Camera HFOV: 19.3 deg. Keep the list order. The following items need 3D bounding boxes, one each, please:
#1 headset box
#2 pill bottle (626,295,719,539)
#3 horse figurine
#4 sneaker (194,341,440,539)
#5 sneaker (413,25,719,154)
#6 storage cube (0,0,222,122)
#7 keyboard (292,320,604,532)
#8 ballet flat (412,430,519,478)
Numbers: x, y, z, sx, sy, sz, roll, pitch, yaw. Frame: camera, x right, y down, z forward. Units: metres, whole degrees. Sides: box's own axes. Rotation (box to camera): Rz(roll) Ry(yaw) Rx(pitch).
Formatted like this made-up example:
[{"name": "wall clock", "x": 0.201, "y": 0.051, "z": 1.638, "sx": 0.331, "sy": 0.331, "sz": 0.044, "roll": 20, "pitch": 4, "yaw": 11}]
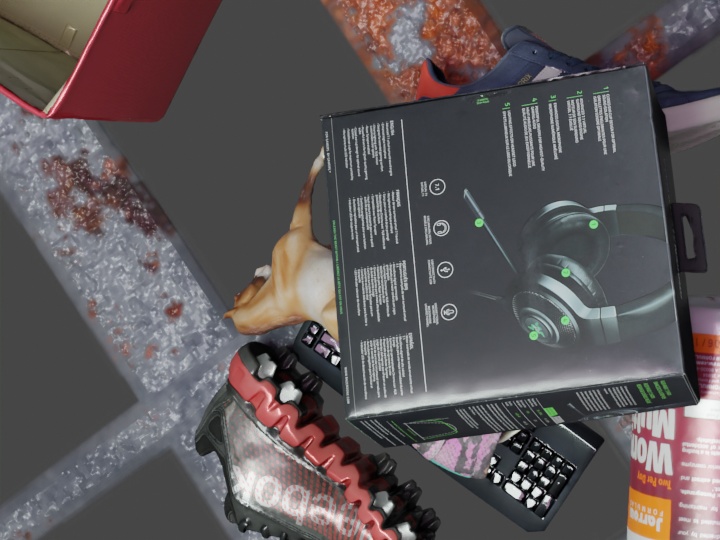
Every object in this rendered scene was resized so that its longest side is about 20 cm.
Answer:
[{"name": "headset box", "x": 0.089, "y": -0.007, "z": 1.162, "sx": 0.198, "sy": 0.093, "sz": 0.176, "roll": -9, "pitch": 74, "yaw": 12}, {"name": "pill bottle", "x": 0.210, "y": 0.119, "z": 1.229, "sx": 0.108, "sy": 0.109, "sz": 0.202, "roll": 3, "pitch": 94, "yaw": 16}, {"name": "horse figurine", "x": 0.000, "y": 0.000, "z": 1.280, "sx": 0.199, "sy": 0.050, "sz": 0.133, "roll": 25, "pitch": 81, "yaw": 45}, {"name": "sneaker", "x": -0.028, "y": 0.143, "z": 1.321, "sx": 0.201, "sy": 0.071, "sz": 0.098, "roll": 46, "pitch": 104, "yaw": 11}, {"name": "sneaker", "x": 0.125, "y": -0.107, "z": 1.261, "sx": 0.198, "sy": 0.075, "sz": 0.085, "roll": -6, "pitch": 79, "yaw": 11}, {"name": "storage cube", "x": -0.180, "y": -0.207, "z": 1.287, "sx": 0.170, "sy": 0.180, "sz": 0.201, "roll": 30, "pitch": 100, "yaw": 12}, {"name": "keyboard", "x": 0.054, "y": 0.069, "z": 1.308, "sx": 0.199, "sy": 0.040, "sz": 0.105, "roll": 35, "pitch": 103, "yaw": 11}, {"name": "ballet flat", "x": 0.102, "y": 0.037, "z": 1.265, "sx": 0.071, "sy": 0.069, "sz": 0.201, "roll": 37, "pitch": 75, "yaw": -13}]
